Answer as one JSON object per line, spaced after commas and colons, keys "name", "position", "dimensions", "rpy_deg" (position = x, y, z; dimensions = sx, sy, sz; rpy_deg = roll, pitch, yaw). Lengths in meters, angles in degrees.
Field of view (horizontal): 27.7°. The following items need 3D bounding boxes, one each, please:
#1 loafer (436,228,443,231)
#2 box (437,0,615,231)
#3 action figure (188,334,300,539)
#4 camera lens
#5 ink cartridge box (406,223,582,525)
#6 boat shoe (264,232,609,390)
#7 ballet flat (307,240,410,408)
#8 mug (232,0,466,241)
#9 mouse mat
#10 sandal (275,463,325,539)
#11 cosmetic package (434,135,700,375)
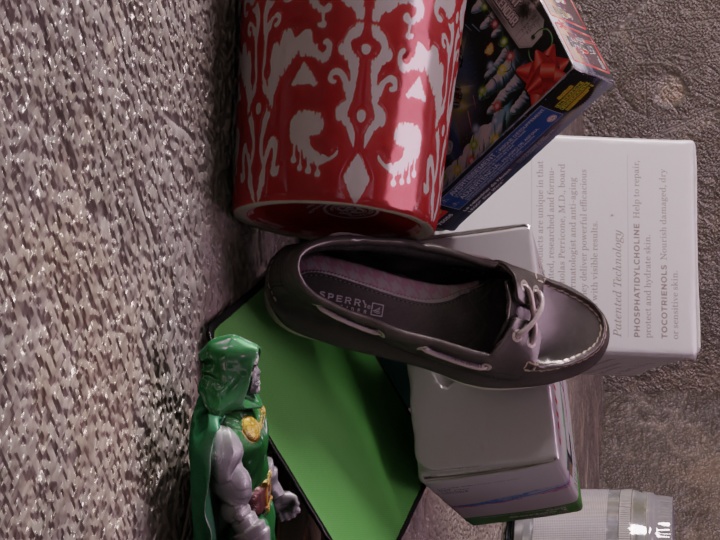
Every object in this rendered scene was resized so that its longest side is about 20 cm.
{"name": "loafer", "position": [0.020, -0.078, 0.972], "dimensions": [0.200, 0.075, 0.070], "rpy_deg": [52, 43, -68]}
{"name": "box", "position": [0.052, -0.144, 0.850], "dimensions": [0.040, 0.137, 0.201], "rpy_deg": [11, 47, -42]}
{"name": "action figure", "position": [-0.054, 0.123, 0.676], "dimensions": [0.118, 0.054, 0.201], "rpy_deg": [-90, 177, -68]}
{"name": "camera lens", "position": [0.281, 0.347, 1.778], "dimensions": [0.160, 0.198, 0.161], "rpy_deg": [-1, 90, -76]}
{"name": "ink cartridge box", "position": [0.085, 0.072, 0.917], "dimensions": [0.200, 0.083, 0.146], "rpy_deg": [54, 29, -69]}
{"name": "boat shoe", "position": [0.047, 0.022, 0.779], "dimensions": [0.057, 0.198, 0.067], "rpy_deg": [135, -37, -69]}
{"name": "ballet flat", "position": [0.000, 0.000, 0.939], "dimensions": [0.071, 0.067, 0.201], "rpy_deg": [-115, -167, -56]}
{"name": "mug", "position": [0.001, -0.118, 0.790], "dimensions": [0.177, 0.132, 0.202], "rpy_deg": [37, 56, -71]}
{"name": "mouse mat", "position": [-0.015, 0.074, 0.805], "dimensions": [0.162, 0.008, 0.200], "rpy_deg": [59, 19, -5]}
{"name": "sandal", "position": [-0.018, 0.122, 0.831], "dimensions": [0.201, 0.054, 0.081], "rpy_deg": [-83, 165, -49]}
{"name": "cosmetic package", "position": [0.143, -0.008, 1.140], "dimensions": [0.167, 0.198, 0.168], "rpy_deg": [121, -30, -80]}
